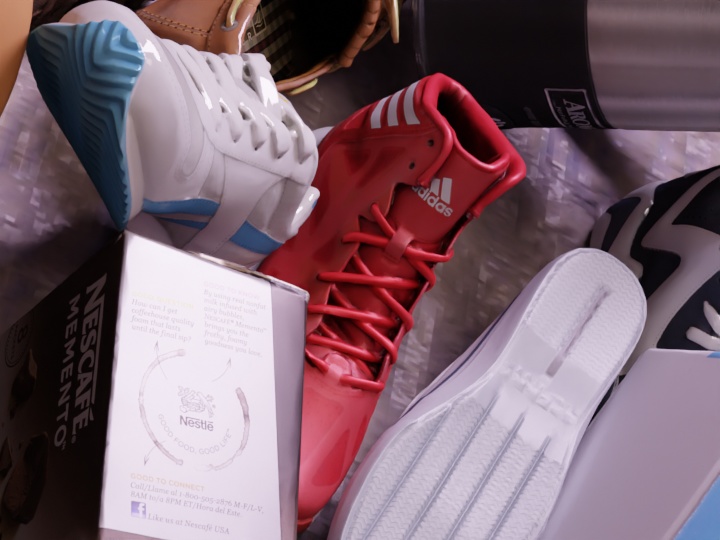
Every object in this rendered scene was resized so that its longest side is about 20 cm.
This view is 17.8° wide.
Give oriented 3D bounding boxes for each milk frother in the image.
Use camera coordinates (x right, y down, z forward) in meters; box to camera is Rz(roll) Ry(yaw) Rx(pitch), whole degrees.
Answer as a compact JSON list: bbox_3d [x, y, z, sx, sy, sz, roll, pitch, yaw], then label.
[{"bbox_3d":[0.139,-0.157,1.015,0.180,0.186,0.202,-3,96,-69],"label":"milk frother"}]

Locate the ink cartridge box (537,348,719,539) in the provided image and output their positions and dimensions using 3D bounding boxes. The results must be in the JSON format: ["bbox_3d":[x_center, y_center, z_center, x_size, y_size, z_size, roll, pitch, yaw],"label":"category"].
[{"bbox_3d":[0.169,0.150,0.894,0.200,0.147,0.146,41,79,-11],"label":"ink cartridge box"}]

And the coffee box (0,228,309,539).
[{"bbox_3d":[-0.081,0.104,0.786,0.079,0.113,0.202,19,56,-28],"label":"coffee box"}]

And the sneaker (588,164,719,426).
[{"bbox_3d":[0.163,0.034,0.997,0.079,0.129,0.201,23,54,-24],"label":"sneaker"}]

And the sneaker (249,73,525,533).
[{"bbox_3d":[0.000,0.000,0.901,0.078,0.115,0.201,27,52,-22],"label":"sneaker"}]

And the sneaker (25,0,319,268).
[{"bbox_3d":[-0.063,-0.052,0.827,0.080,0.200,0.077,-29,75,-4],"label":"sneaker"}]

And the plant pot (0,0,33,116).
[{"bbox_3d":[-0.205,-0.093,0.763,0.140,0.199,0.202,28,50,-44],"label":"plant pot"}]

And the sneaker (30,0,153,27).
[{"bbox_3d":[-0.098,-0.138,0.936,0.076,0.070,0.200,48,48,-12],"label":"sneaker"}]

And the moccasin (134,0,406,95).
[{"bbox_3d":[-0.018,-0.118,0.962,0.201,0.077,0.074,-32,116,-53],"label":"moccasin"}]

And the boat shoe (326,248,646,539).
[{"bbox_3d":[0.050,0.076,0.932,0.074,0.067,0.200,44,58,2],"label":"boat shoe"}]
